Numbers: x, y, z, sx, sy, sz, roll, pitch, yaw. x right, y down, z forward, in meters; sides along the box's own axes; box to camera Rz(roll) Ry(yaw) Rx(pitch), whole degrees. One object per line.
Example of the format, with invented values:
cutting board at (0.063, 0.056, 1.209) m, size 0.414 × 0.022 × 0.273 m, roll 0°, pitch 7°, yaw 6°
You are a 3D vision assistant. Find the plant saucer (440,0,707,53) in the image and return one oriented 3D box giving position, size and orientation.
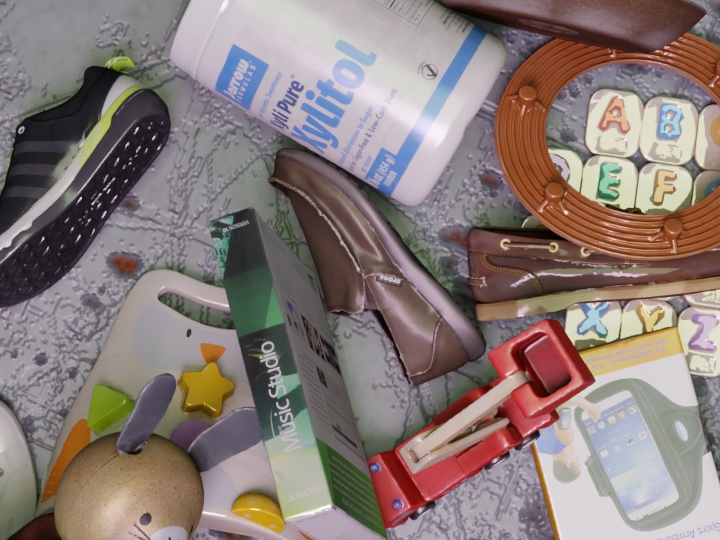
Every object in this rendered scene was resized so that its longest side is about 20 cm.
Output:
plant saucer at (0.129, -0.178, 1.250) m, size 0.200 × 0.200 × 0.037 m, roll 12°, pitch 95°, yaw -2°

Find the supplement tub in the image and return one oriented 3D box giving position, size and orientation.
supplement tub at (-0.013, -0.145, 1.273) m, size 0.200 × 0.132 × 0.132 m, roll 30°, pitch 84°, yaw 0°

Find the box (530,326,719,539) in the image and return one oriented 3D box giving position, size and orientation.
box at (0.187, 0.149, 1.297) m, size 0.119 × 0.041 × 0.200 m, roll -15°, pitch 85°, yaw -1°

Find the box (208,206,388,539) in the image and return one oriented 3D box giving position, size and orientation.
box at (-0.039, 0.074, 1.189) m, size 0.036 × 0.144 × 0.200 m, roll -20°, pitch 68°, yaw 8°

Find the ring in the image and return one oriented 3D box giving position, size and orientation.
ring at (0.193, -0.096, 1.291) m, size 0.200 × 0.019 × 0.201 m, roll 1°, pitch 59°, yaw -1°

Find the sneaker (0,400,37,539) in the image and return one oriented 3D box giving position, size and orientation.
sneaker at (-0.259, 0.182, 1.257) m, size 0.073 × 0.085 × 0.200 m, roll 0°, pitch 84°, yaw -1°

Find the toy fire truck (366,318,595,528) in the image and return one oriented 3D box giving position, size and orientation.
toy fire truck at (0.068, 0.106, 1.224) m, size 0.200 × 0.141 × 0.049 m, roll -35°, pitch 77°, yaw 15°

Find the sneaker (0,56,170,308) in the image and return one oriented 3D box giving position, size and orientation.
sneaker at (-0.215, -0.062, 1.299) m, size 0.083 × 0.072 × 0.200 m, roll 39°, pitch 83°, yaw 25°

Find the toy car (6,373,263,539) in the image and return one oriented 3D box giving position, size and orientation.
toy car at (-0.134, 0.160, 1.130) m, size 0.158 × 0.164 × 0.200 m, roll 38°, pitch 97°, yaw 40°

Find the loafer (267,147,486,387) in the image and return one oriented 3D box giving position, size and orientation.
loafer at (0.000, 0.000, 1.288) m, size 0.071 × 0.073 × 0.200 m, roll -42°, pitch 87°, yaw -5°

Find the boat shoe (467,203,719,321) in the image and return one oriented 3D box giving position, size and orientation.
boat shoe at (0.172, -0.011, 1.285) m, size 0.200 × 0.070 × 0.070 m, roll -6°, pitch 92°, yaw -2°

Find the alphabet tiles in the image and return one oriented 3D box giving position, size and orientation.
alphabet tiles at (0.212, -0.027, 1.331) m, size 0.200 × 0.015 × 0.196 m, roll 8°, pitch 85°, yaw -1°

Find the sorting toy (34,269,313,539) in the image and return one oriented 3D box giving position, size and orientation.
sorting toy at (-0.108, 0.090, 1.278) m, size 0.200 × 0.107 × 0.180 m, roll 10°, pitch 66°, yaw -2°
